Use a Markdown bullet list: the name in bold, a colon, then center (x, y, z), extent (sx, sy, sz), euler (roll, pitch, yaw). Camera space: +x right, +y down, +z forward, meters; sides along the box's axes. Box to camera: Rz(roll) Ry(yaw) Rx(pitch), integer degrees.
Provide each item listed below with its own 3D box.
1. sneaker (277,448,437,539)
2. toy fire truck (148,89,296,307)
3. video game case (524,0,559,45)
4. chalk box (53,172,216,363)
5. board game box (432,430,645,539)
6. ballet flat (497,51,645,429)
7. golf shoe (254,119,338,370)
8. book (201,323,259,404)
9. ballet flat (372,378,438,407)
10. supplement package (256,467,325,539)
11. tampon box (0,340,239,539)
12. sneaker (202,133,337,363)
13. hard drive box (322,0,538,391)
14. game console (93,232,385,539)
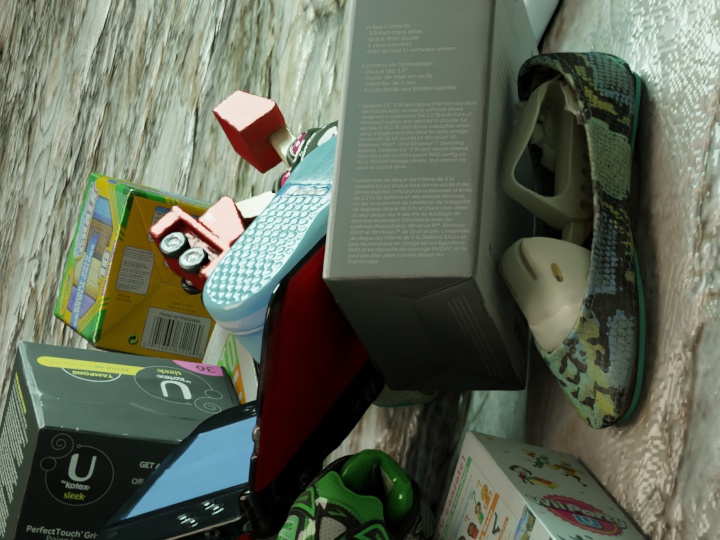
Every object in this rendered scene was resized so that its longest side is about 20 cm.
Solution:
- **sneaker**: center (0.009, 0.133, 1.015), extent (0.085, 0.078, 0.200), euler (-62, -10, 7)
- **toy fire truck**: center (-0.068, -0.035, 1.417), extent (0.141, 0.049, 0.200), euler (-41, 47, -14)
- **video game case**: center (0.107, -0.242, 1.179), extent (0.182, 0.024, 0.200), euler (-104, 33, -53)
- **chalk box**: center (-0.160, -0.002, 1.591), extent (0.200, 0.124, 0.124), euler (-156, 80, -69)
- **board game box**: center (0.081, 0.180, 0.909), extent (0.200, 0.064, 0.148), euler (-129, 55, -65)
- **ballet flat**: center (0.098, -0.020, 0.989), extent (0.074, 0.074, 0.200), euler (134, 144, -54)
- **golf shoe**: center (-0.021, -0.010, 1.298), extent (0.088, 0.077, 0.200), euler (-28, 52, 55)
- **book**: center (-0.075, 0.120, 1.409), extent (0.200, 0.048, 0.134), euler (-102, 30, -45)
- **ballet flat**: center (0.041, -0.017, 1.178), extent (0.062, 0.067, 0.200), euler (8, 87, 42)
- **supplement package**: center (-0.034, 0.199, 1.133), extent (0.200, 0.114, 0.110), euler (-120, 49, -63)
- **tampon box**: center (-0.174, 0.169, 1.376), extent (0.126, 0.150, 0.200), euler (-121, 43, -60)
- **sneaker**: center (0.000, 0.000, 1.238), extent (0.080, 0.131, 0.200), euler (11, 50, 50)
- **hard drive box**: center (0.043, -0.056, 1.045), extent (0.156, 0.077, 0.200), euler (62, -150, -62)
- **game console**: center (-0.063, 0.055, 1.064), extent (0.172, 0.119, 0.200), euler (-19, 12, 23)
